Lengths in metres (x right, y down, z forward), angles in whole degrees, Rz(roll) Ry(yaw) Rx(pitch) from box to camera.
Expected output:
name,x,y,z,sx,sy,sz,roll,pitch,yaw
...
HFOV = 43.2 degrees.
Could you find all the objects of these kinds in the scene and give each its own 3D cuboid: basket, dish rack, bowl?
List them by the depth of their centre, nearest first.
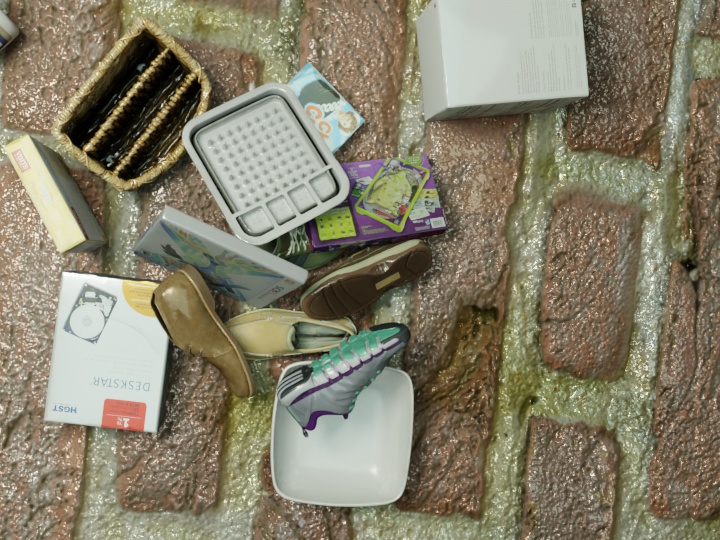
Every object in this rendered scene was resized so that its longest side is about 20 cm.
name,x,y,z,sx,sy,sz,roll,pitch,yaw
basket,-0.290,-0.207,1.212,0.142,0.149,0.201,40,85,-6
dish rack,-0.127,-0.139,1.220,0.170,0.044,0.201,-29,78,-15
bowl,-0.029,0.226,1.292,0.197,0.075,0.203,5,90,-8

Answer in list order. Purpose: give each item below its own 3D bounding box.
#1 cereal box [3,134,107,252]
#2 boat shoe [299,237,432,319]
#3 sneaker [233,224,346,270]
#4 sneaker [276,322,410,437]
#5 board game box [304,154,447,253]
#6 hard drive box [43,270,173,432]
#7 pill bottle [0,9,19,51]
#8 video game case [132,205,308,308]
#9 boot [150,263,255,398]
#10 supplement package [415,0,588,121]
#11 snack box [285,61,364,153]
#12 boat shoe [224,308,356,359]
name,x,y,z,sx,sy,sz,roll,pitch,yaw
cereal box,-0.389,-0.093,1.175,0.039,0.200,0.145,-28,94,-6
boat shoe,0.001,0.005,1.296,0.200,0.075,0.075,-21,127,-13
sneaker,-0.104,-0.034,1.265,0.198,0.090,0.068,-12,83,-7
sneaker,-0.011,0.146,1.230,0.198,0.075,0.088,-28,108,4
board game box,0.014,-0.096,1.274,0.198,0.032,0.121,-8,75,-18
hard drive box,-0.338,0.109,1.248,0.154,0.077,0.203,6,91,-7
pill bottle,-0.559,-0.289,1.193,0.200,0.111,0.111,-45,96,-5
video game case,-0.189,-0.011,1.198,0.198,0.182,0.022,26,68,-18
boot,-0.211,0.097,1.217,0.075,0.073,0.201,-37,106,-28
supplement package,0.193,-0.300,1.272,0.197,0.151,0.154,-6,93,-8
snack box,-0.103,-0.182,1.292,0.116,0.037,0.200,44,85,-8
boat shoe,-0.104,0.089,1.277,0.197,0.076,0.073,-6,95,-5
